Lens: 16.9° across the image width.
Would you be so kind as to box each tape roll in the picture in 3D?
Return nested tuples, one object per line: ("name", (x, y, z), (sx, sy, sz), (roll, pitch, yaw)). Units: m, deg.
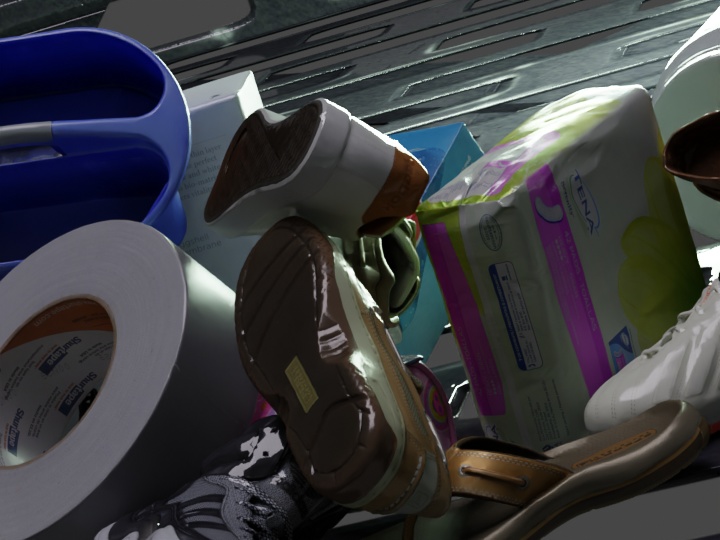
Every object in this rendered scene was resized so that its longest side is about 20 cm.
("tape roll", (-0.149, 0.074, 1.294), (0.200, 0.066, 0.201), (-25, 44, 27))

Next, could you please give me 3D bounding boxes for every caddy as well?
("caddy", (-0.190, -0.062, 1.401), (0.199, 0.142, 0.105), (-8, -18, 8))

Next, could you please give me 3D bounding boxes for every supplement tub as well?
("supplement tub", (0.266, -0.105, 1.562), (0.140, 0.141, 0.200), (-12, 14, 24))

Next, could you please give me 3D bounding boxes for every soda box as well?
("soda box", (0.018, 0.003, 1.461), (0.064, 0.068, 0.200), (-8, 38, 38))

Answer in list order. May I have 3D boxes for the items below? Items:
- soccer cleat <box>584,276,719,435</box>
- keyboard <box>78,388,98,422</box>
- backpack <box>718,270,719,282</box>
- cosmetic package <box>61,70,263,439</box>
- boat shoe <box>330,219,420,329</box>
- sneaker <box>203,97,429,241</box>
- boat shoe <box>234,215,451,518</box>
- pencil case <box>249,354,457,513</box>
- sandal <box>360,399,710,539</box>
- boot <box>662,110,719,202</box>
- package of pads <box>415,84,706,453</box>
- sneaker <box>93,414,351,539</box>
("soccer cleat", (0.193, 0.027, 1.248), (0.199, 0.078, 0.069), (-24, 14, -22))
("keyboard", (-0.204, 0.110, 1.402), (0.127, 0.021, 0.200), (-16, 38, 13))
("backpack", (0.247, 0.039, 1.004), (0.200, 0.168, 0.126), (-24, 33, -37))
("cosmetic package", (-0.136, 0.001, 1.534), (0.198, 0.201, 0.123), (-16, 13, 5))
("boat shoe", (0.000, 0.000, 1.330), (0.068, 0.075, 0.200), (-6, 21, 12))
("sneaker", (-0.024, -0.040, 1.279), (0.084, 0.073, 0.200), (25, -8, -18))
("boat shoe", (-0.006, 0.052, 1.171), (0.072, 0.076, 0.200), (-48, 35, 22))
("pencil case", (-0.043, 0.090, 1.292), (0.199, 0.088, 0.087), (-5, 18, 43))
("sandal", (0.071, 0.100, 1.156), (0.199, 0.054, 0.080), (-25, 13, -7))
("boot", (0.280, -0.057, 1.334), (0.154, 0.074, 0.200), (23, -31, -38))
("package of pads", (0.113, -0.005, 1.317), (0.068, 0.155, 0.200), (-10, 15, 32))
("sneaker", (-0.050, 0.123, 1.137), (0.114, 0.076, 0.200), (-39, 16, -17))
